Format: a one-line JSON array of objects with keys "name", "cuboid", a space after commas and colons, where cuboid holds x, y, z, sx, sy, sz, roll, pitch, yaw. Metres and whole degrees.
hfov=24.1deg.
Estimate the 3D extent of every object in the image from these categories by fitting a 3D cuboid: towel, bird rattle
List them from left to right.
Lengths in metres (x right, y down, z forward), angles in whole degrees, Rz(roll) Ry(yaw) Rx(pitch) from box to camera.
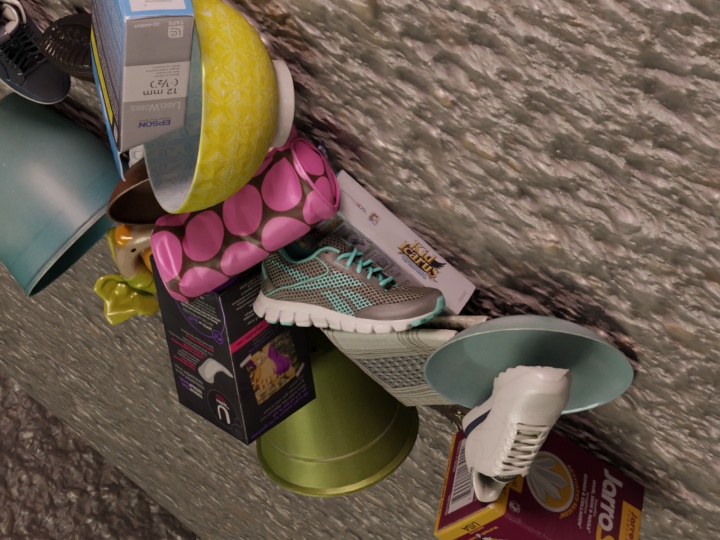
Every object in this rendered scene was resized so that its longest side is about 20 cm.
[{"name": "bird rattle", "cuboid": [-0.210, -0.003, 1.954, 0.198, 0.113, 0.163, 3, 150, 5]}, {"name": "towel", "cuboid": [0.084, 0.100, 1.741, 0.199, 0.035, 0.193, -2, 149, 32]}]

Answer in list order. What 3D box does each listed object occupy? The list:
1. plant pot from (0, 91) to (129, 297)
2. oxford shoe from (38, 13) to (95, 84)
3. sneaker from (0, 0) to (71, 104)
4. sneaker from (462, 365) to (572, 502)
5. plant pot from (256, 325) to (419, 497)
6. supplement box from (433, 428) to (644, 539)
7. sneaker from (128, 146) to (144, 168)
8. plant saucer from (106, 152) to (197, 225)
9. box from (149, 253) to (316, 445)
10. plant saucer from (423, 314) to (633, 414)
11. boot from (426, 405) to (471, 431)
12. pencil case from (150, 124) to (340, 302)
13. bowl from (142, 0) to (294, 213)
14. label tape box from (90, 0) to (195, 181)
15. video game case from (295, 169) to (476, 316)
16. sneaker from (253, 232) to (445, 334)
[{"name": "plant pot", "cuboid": [-0.388, -0.104, 2.016, 0.188, 0.200, 0.200, 46, 160, -1]}, {"name": "oxford shoe", "cuboid": [-0.249, -0.204, 1.720, 0.199, 0.073, 0.085, 25, 159, 33]}, {"name": "sneaker", "cuboid": [-0.369, -0.239, 1.786, 0.203, 0.077, 0.146, 51, 177, -31]}, {"name": "sneaker", "cuboid": [0.152, 0.154, 1.619, 0.076, 0.081, 0.200, 10, 150, -9]}, {"name": "plant pot", "cuboid": [-0.044, 0.124, 1.956, 0.199, 0.200, 0.191, 23, 142, 35]}, {"name": "supplement box", "cuboid": [0.191, 0.254, 1.784, 0.199, 0.132, 0.103, 32, 139, -22]}, {"name": "sneaker", "cuboid": [-0.218, -0.120, 1.833, 0.088, 0.075, 0.200, 57, 141, 4]}, {"name": "plant saucer", "cuboid": [-0.162, -0.096, 1.699, 0.200, 0.199, 0.037, 131, 124, -70]}, {"name": "box", "cuboid": [-0.133, 0.061, 1.785, 0.122, 0.106, 0.201, 27, 137, 38]}, {"name": "plant saucer", "cuboid": [0.160, 0.084, 1.612, 0.199, 0.039, 0.201, 3, 151, 2]}, {"name": "boot", "cuboid": [0.117, 0.162, 1.907, 0.174, 0.069, 0.201, 32, 149, 17]}, {"name": "pencil case", "cuboid": [-0.115, -0.052, 1.625, 0.094, 0.199, 0.091, 55, -160, -10]}, {"name": "bowl", "cuboid": [-0.122, -0.152, 1.530, 0.107, 0.202, 0.200, -1, 173, -22]}, {"name": "label tape box", "cuboid": [-0.193, -0.198, 1.472, 0.201, 0.066, 0.144, 101, 157, -51]}, {"name": "video game case", "cuboid": [0.000, 0.000, 1.740, 0.181, 0.046, 0.200, 40, 151, -9]}, {"name": "sneaker", "cuboid": [-0.014, 0.009, 1.650, 0.199, 0.078, 0.092, 4, 105, 19]}]
